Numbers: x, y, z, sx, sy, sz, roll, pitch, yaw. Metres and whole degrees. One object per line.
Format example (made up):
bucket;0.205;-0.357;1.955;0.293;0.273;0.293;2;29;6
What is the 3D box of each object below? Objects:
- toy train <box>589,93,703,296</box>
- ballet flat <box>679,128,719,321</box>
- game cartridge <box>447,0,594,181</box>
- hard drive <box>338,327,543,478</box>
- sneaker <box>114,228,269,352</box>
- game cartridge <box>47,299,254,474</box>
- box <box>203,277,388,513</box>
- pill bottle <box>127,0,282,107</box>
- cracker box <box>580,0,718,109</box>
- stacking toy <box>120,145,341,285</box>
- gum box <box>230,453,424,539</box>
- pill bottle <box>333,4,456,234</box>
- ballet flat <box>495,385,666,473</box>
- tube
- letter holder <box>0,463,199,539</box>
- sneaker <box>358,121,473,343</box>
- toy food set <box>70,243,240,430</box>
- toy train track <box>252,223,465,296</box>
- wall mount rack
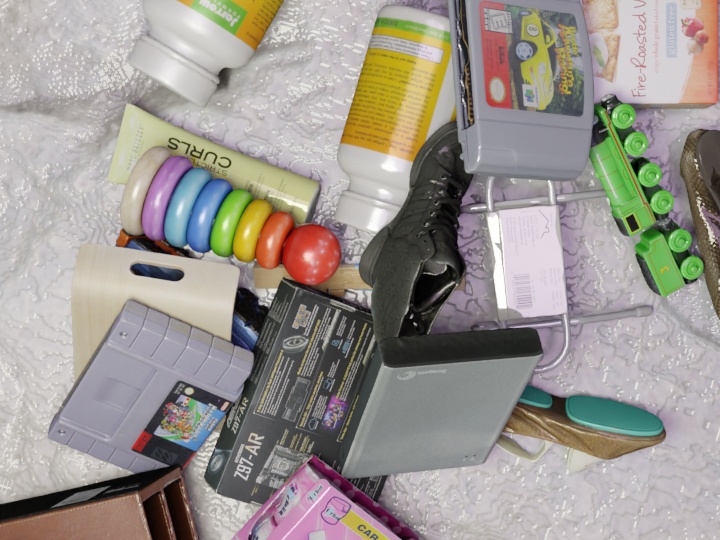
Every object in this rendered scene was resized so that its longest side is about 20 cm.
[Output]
toy train;0.254;-0.066;1.406;0.056;0.042;0.201;-29;108;0
ballet flat;0.335;-0.033;1.434;0.067;0.046;0.202;-19;97;-30
game cartridge;0.142;-0.180;1.344;0.132;0.041;0.202;2;79;-33
hard drive;0.065;0.116;1.326;0.138;0.201;0.033;-4;57;-14
sneaker;-0.154;0.040;1.438;0.199;0.075;0.079;36;108;3
game cartridge;-0.189;0.116;1.377;0.129;0.039;0.200;27;134;-12
box;-0.034;0.128;1.408;0.159;0.043;0.201;20;93;-25
pill bottle;-0.128;-0.256;1.397;0.111;0.111;0.201;30;91;1
cracker box;0.229;-0.218;1.424;0.198;0.058;0.135;-1;90;2
stacking toy;-0.112;-0.039;1.380;0.199;0.085;0.086;22;91;9
gum box;-0.014;0.266;1.389;0.114;0.066;0.200;-47;118;3
pill bottle;0.042;-0.130;1.402;0.110;0.111;0.202;17;91;1
ballet flat;0.181;0.149;1.432;0.198;0.068;0.073;13;113;2
tube;-0.137;-0.088;1.440;0.199;0.052;0.058;20;62;5
letter holder;-0.253;0.275;1.399;0.199;0.101;0.143;-14;93;16
sneaker;0.063;-0.024;1.322;0.060;0.104;0.201;27;98;-36
toy food set;-0.184;0.064;1.391;0.142;0.061;0.201;9;135;1
toy train track;0.000;0.000;1.434;0.198;0.033;0.115;1;121;10
wall mount rack;0.182;-0.010;1.424;0.172;0.075;0.202;-6;92;4
